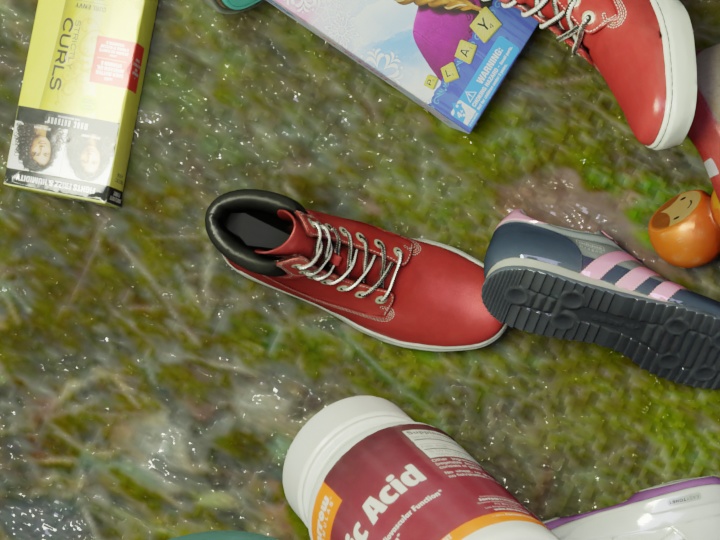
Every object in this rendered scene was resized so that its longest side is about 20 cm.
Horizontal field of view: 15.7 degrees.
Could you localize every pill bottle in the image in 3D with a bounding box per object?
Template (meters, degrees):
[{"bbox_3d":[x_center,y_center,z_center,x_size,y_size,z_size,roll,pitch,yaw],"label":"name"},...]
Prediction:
[{"bbox_3d":[0.037,0.162,1.609,0.114,0.200,0.114,-13,120,-25],"label":"pill bottle"}]

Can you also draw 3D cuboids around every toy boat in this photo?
[{"bbox_3d":[0.241,-0.043,1.666,0.131,0.130,0.200,-23,85,31],"label":"toy boat"}]

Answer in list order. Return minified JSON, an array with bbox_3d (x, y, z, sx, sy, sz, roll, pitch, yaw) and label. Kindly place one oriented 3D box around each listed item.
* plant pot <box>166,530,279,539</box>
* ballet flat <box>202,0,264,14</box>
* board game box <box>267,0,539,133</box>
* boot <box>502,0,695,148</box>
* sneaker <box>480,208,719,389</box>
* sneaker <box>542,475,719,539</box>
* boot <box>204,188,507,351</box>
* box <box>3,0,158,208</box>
[{"bbox_3d":[-0.087,0.252,1.621,0.200,0.161,0.201,4,102,20],"label":"plant pot"},{"bbox_3d":[-0.025,-0.232,1.708,0.200,0.064,0.067,-26,130,-14],"label":"ballet flat"},{"bbox_3d":[0.041,-0.224,1.673,0.199,0.041,0.200,32,89,-23],"label":"board game box"},{"bbox_3d":[0.119,-0.156,1.600,0.144,0.072,0.200,-1,53,-20],"label":"boot"},{"bbox_3d":[0.175,0.012,1.682,0.200,0.082,0.070,20,132,-12],"label":"sneaker"},{"bbox_3d":[0.153,0.200,1.666,0.200,0.075,0.100,-17,84,3],"label":"sneaker"},{"bbox_3d":[0.000,0.000,1.655,0.200,0.144,0.073,17,86,3],"label":"boot"},{"bbox_3d":[-0.178,-0.146,1.722,0.075,0.050,0.200,11,87,5],"label":"box"}]
